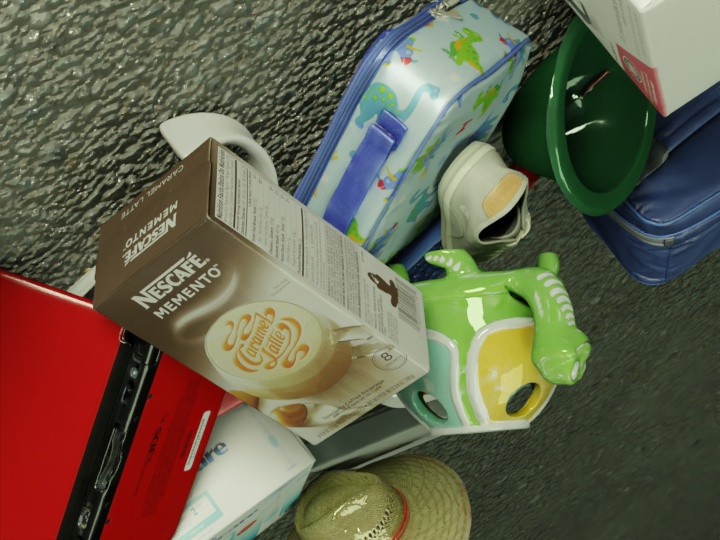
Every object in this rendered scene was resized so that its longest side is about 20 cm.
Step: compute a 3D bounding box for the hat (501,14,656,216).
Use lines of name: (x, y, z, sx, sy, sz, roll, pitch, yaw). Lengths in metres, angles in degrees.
hat: (0.133, -0.129, 1.215, 0.165, 0.175, 0.201, 1, 97, -50)

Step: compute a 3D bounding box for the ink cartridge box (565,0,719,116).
ink cartridge box: (0.155, -0.214, 0.894, 0.085, 0.200, 0.146, -34, 154, 3)

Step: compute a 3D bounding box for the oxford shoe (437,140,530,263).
oxford shoe: (0.100, -0.037, 1.094, 0.075, 0.058, 0.200, -51, 164, -6)

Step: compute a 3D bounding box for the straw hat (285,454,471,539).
straw hat: (-0.009, 0.221, 1.293, 0.201, 0.201, 0.085, -38, 126, -1)

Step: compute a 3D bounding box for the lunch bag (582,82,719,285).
lunch bag: (0.306, -0.100, 1.347, 0.200, 0.136, 0.132, -34, 154, -10)

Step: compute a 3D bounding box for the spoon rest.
spoon rest: (-0.081, -0.035, 1.015, 0.060, 0.099, 0.200, -30, 143, -12)

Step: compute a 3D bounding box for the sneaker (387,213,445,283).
sneaker: (0.000, 0.000, 1.179, 0.200, 0.078, 0.070, -38, 150, -5)

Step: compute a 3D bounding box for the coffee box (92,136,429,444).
coffee box: (-0.063, 0.019, 0.957, 0.114, 0.080, 0.200, -36, 126, 28)

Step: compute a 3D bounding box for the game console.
game console: (-0.195, 0.102, 1.023, 0.172, 0.118, 0.201, -9, 124, -59)

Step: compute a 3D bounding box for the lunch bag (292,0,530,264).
lunch bag: (0.029, -0.091, 1.024, 0.161, 0.082, 0.200, -41, 165, -49)

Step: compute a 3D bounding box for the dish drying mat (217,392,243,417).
dish drying mat: (-0.146, 0.088, 1.090, 0.199, 0.077, 0.018, -27, -167, -21)

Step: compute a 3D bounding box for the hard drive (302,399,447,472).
hard drive: (0.024, 0.150, 1.325, 0.131, 0.026, 0.200, -23, 168, 10)

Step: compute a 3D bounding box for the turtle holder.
turtle holder: (0.101, 0.054, 1.089, 0.185, 0.133, 0.141, -8, 171, 29)

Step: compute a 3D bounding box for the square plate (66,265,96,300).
square plate: (-0.189, 0.057, 1.088, 0.200, 0.028, 0.198, -41, 154, 5)

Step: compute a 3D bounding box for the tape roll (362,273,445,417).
tape roll: (0.009, 0.061, 1.302, 0.202, 0.071, 0.203, -30, 154, -16)

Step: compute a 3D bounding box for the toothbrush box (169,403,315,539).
toothbrush box: (-0.126, 0.189, 1.214, 0.146, 0.085, 0.200, -34, 167, -19)

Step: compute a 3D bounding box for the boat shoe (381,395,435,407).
boat shoe: (0.079, 0.059, 1.238, 0.199, 0.072, 0.069, -6, 133, -42)
